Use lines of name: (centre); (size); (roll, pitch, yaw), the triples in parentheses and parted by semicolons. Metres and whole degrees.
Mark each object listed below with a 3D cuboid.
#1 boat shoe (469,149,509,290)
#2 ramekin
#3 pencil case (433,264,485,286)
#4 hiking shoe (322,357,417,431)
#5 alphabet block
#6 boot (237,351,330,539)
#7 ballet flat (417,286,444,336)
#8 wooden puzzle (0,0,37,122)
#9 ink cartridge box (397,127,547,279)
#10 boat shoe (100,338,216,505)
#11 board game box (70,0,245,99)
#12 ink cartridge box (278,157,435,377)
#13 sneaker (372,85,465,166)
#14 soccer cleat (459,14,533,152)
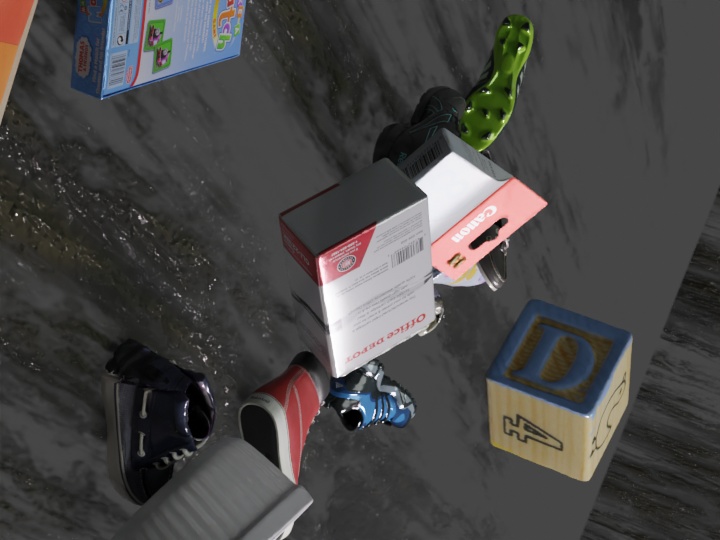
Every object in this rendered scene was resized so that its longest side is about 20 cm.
boat shoe: (0.161, -0.072, 1.833); (0.067, 0.057, 0.201); (37, 33, -54)
ramekin: (-0.151, 0.251, 1.363); (0.200, 0.105, 0.200); (-44, 174, -6)
pencil case: (0.110, -0.025, 1.859); (0.083, 0.091, 0.200); (-48, 160, 14)
hiking shoe: (0.005, 0.165, 1.800); (0.087, 0.074, 0.200); (-58, 146, -11)
alphabet block: (0.337, 0.203, 2.421); (0.196, 0.195, 0.201); (-54, 153, -30)
boot: (-0.077, 0.199, 1.626); (0.144, 0.072, 0.202); (-42, 141, -52)
ballet flat: (0.062, 0.050, 1.810); (0.200, 0.072, 0.073); (8, 101, -69)
wooden puzzle: (-0.272, -0.160, 0.927); (0.185, 0.037, 0.202); (-4, 111, -66)
ink cartridge box: (0.106, -0.060, 1.651); (0.160, 0.048, 0.199); (-40, 131, 24)
boat shoe: (-0.181, 0.159, 1.318); (0.075, 0.092, 0.201); (-52, 152, -38)
board game box: (-0.153, -0.232, 1.144); (0.200, 0.036, 0.153); (-31, 135, -57)
ink cartridge box: (0.000, 0.000, 1.556); (0.144, 0.084, 0.201); (-29, 140, -20)
sneaker: (0.088, -0.157, 1.709); (0.200, 0.079, 0.076); (-46, 148, -48)
soccer cleat: (0.182, -0.240, 1.883); (0.081, 0.067, 0.202); (62, 50, -75)
